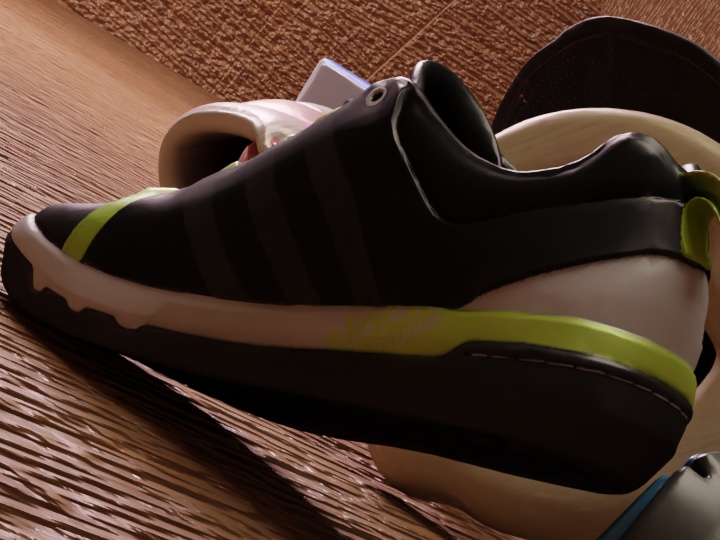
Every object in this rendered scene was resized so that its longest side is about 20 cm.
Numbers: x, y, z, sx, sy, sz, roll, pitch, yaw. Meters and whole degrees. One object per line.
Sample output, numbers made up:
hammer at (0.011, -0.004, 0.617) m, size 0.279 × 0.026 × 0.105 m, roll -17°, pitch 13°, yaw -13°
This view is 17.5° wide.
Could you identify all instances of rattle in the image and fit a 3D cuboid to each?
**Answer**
rattle at (0.106, 0.034, 0.667) m, size 0.199 × 0.131 × 0.143 m, roll -5°, pitch -41°, yaw 9°

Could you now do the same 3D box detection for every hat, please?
hat at (0.139, -0.008, 0.868) m, size 0.081 × 0.202 × 0.200 m, roll -24°, pitch 41°, yaw -33°

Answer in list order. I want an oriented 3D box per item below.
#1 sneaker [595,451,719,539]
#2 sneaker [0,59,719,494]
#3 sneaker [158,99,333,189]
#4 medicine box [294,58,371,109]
sneaker at (0.110, 0.098, 0.548) m, size 0.082 × 0.073 × 0.200 m, roll 51°, pitch 17°, yaw 24°
sneaker at (0.003, -0.005, 0.533) m, size 0.199 × 0.083 × 0.072 m, roll 10°, pitch -12°, yaw 39°
sneaker at (0.000, 0.000, 0.885) m, size 0.200 × 0.076 × 0.104 m, roll 41°, pitch 20°, yaw 29°
medicine box at (0.057, -0.023, 1.441) m, size 0.182 × 0.103 × 0.200 m, roll 34°, pitch 4°, yaw 28°
